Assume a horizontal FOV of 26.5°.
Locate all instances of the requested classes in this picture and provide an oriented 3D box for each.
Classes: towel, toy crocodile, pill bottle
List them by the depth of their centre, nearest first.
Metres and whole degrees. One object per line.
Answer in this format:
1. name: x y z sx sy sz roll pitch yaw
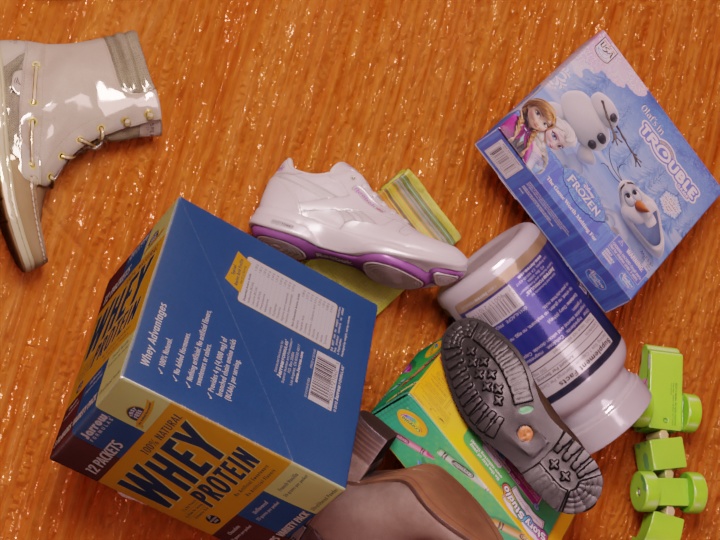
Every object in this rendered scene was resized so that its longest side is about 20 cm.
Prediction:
1. pill bottle: 0.171 0.066 1.405 0.116 0.116 0.200 -40 96 -18
2. towel: 0.000 0.000 1.410 0.200 0.018 0.086 -43 96 -17
3. toy crocodile: 0.285 0.171 1.462 0.067 0.062 0.202 3 78 -17

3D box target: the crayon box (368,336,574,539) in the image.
1. crayon box: 0.107 0.168 1.371 0.200 0.058 0.119 52 36 -5

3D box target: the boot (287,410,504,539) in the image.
1. boot: 0.015 0.224 1.313 0.200 0.070 0.147 43 111 25

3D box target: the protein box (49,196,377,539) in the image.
1. protein box: -0.114 0.088 1.249 0.199 0.135 0.199 29 44 -18

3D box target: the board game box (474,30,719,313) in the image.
1. board game box: 0.231 -0.097 1.449 0.200 0.043 0.199 51 51 -6

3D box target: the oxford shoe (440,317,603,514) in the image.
1. oxford shoe: 0.137 0.131 1.341 0.072 0.084 0.201 -35 74 4

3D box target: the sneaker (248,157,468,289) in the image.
1. sneaker: 0.005 -0.046 1.364 0.199 0.075 0.100 17 69 6

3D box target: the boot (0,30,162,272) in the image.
1. boot: -0.244 -0.106 1.320 0.154 0.072 0.202 -8 85 -21

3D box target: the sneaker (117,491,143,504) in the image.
1. sneaker: -0.165 0.176 1.315 0.200 0.070 0.080 44 78 0
